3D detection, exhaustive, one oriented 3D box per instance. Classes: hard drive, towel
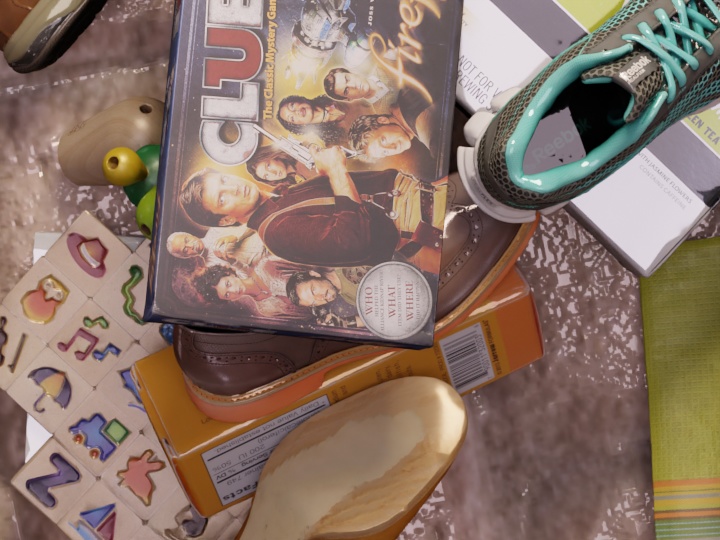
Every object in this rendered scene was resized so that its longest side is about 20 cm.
[{"bbox_3d":[-0.074,0.050,1.521,0.199,0.026,0.132,3,93,0],"label":"hard drive"},{"bbox_3d":[0.189,0.080,1.489,0.086,0.018,0.201,-7,75,17],"label":"towel"}]

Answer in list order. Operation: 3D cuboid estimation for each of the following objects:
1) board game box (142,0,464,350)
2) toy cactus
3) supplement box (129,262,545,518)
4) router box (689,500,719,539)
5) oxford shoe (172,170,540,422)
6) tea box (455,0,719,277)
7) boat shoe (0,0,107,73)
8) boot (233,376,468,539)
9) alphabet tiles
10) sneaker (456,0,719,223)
[{"bbox_3d":[-0.025,-0.069,1.354,0.135,0.035,0.201,6,85,-11],"label":"board game box"},{"bbox_3d":[-0.089,-0.077,1.462,0.165,0.200,0.102,-13,131,35],"label":"toy cactus"},{"bbox_3d":[-0.011,0.046,1.459,0.200,0.069,0.067,-23,53,-7],"label":"supplement box"},{"bbox_3d":[0.263,0.164,1.516,0.179,0.049,0.200,39,92,-2],"label":"router box"},{"bbox_3d":[0.000,0.000,1.402,0.200,0.073,0.071,-33,55,-11],"label":"oxford shoe"},{"bbox_3d":[0.133,-0.136,1.459,0.200,0.134,0.197,44,93,-2],"label":"tea box"},{"bbox_3d":[-0.134,-0.196,1.485,0.074,0.076,0.200,39,91,1],"label":"boat shoe"},{"bbox_3d":[-0.015,0.142,1.471,0.201,0.144,0.071,-41,65,0],"label":"boot"},{"bbox_3d":[-0.103,0.072,1.506,0.200,0.008,0.167,43,92,-1],"label":"alphabet tiles"},{"bbox_3d":[0.134,-0.092,1.348,0.200,0.091,0.078,-43,94,2],"label":"sneaker"}]
